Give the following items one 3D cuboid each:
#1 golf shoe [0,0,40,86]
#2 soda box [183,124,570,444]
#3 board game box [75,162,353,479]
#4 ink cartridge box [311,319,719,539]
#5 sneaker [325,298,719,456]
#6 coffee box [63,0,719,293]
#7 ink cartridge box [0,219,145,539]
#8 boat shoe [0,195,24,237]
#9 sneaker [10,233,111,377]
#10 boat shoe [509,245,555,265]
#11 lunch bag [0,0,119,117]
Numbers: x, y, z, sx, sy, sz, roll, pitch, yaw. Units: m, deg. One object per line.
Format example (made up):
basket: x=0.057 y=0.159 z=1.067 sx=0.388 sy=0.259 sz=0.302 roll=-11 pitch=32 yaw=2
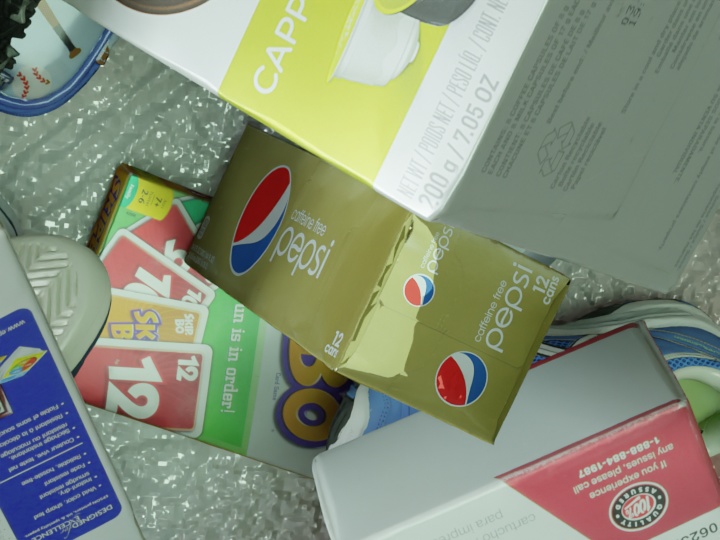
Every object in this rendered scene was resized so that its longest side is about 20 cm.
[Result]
golf shoe: x=-0.187 y=-0.062 z=0.835 sx=0.095 sy=0.078 sz=0.200 roll=46 pitch=111 yaw=7
soda box: x=0.000 y=0.000 z=0.910 sx=0.067 sy=0.200 sz=0.064 roll=25 pitch=91 yaw=-21
board game box: x=-0.025 y=0.034 z=1.031 sx=0.199 sy=0.030 sz=0.096 roll=20 pitch=98 yaw=-23
ink cartridge box: x=0.086 y=0.144 z=0.973 sx=0.144 sy=0.083 sz=0.201 roll=-24 pitch=113 yaw=0
sneaker: x=0.080 y=0.058 z=1.019 sx=0.199 sy=0.077 sz=0.076 roll=-14 pitch=116 yaw=-22
coffee box: x=0.040 y=-0.134 z=0.866 sx=0.200 sy=0.197 sz=0.200 roll=12 pitch=108 yaw=-60
ink cartridge box: x=-0.144 y=0.061 z=0.880 sx=0.094 sy=0.037 sz=0.201 roll=-26 pitch=137 yaw=-9
boat shoe: x=-0.218 y=-0.028 z=0.932 sx=0.199 sy=0.067 sz=0.074 roll=21 pitch=98 yaw=-21
sneaker: x=-0.160 y=0.069 z=0.966 sx=0.200 sy=0.075 sz=0.084 roll=-43 pitch=147 yaw=11
boat shoe: x=0.075 y=-0.050 z=1.001 sx=0.200 sy=0.074 sz=0.065 roll=-43 pitch=79 yaw=-14
lunch bag: x=-0.138 y=-0.163 z=0.916 sx=0.160 sy=0.076 sz=0.201 roll=33 pitch=90 yaw=-22
